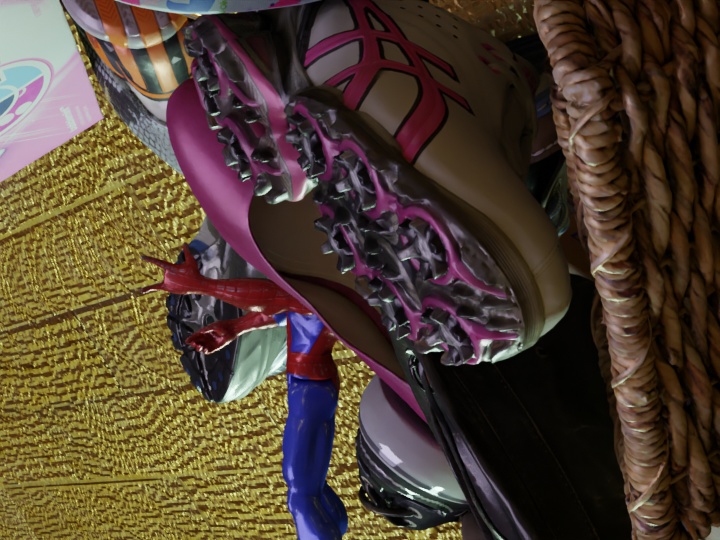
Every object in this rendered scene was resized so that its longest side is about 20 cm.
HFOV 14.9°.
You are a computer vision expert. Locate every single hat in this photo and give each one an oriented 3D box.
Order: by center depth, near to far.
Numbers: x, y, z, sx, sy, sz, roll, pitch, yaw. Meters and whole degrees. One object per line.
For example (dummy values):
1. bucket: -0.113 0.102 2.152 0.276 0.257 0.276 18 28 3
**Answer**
1. hat: 0.072 0.059 0.924 0.201 0.080 0.202 155 90 -87

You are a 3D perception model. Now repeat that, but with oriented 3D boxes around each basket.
1. basket: 0.086 -0.043 0.807 0.143 0.149 0.201 39 155 40

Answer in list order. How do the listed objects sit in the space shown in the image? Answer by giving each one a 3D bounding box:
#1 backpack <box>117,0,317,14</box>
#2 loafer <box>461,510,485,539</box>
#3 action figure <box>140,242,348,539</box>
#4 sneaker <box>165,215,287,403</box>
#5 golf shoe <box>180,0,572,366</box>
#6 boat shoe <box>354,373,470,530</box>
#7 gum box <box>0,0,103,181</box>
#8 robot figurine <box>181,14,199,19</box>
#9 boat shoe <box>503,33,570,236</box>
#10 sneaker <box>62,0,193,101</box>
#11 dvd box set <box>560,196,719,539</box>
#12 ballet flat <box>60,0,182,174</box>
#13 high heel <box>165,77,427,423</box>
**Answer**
1. backpack: -0.049 -0.178 0.857 0.201 0.177 0.151 57 146 29
2. loafer: 0.051 0.156 1.165 0.201 0.062 0.072 108 159 -48
3. action figure: -0.046 0.055 1.141 0.065 0.098 0.202 -81 -2 -78
4. sneaker: -0.026 -0.036 1.195 0.077 0.085 0.201 49 137 33
5. golf shoe: 0.019 -0.043 0.820 0.200 0.092 0.073 48 158 53
6. boat shoe: 0.029 0.081 1.148 0.069 0.057 0.200 42 -174 10
7. gum box: -0.188 -0.096 1.202 0.066 0.113 0.200 56 173 15
8. robot figurine: -0.067 -0.135 1.006 0.199 0.058 0.145 16 -150 -49
9. boat shoe: 0.047 -0.042 0.977 0.200 0.072 0.073 -131 22 -83
10. sneaker: -0.111 -0.159 1.148 0.112 0.077 0.201 79 177 -69
11. dvd box set: 0.123 0.060 1.055 0.200 0.029 0.147 38 152 41
12. ballet flat: -0.100 -0.116 1.228 0.201 0.072 0.072 53 160 10
13. high heel: 0.000 0.000 1.051 0.200 0.067 0.096 49 -179 -3
